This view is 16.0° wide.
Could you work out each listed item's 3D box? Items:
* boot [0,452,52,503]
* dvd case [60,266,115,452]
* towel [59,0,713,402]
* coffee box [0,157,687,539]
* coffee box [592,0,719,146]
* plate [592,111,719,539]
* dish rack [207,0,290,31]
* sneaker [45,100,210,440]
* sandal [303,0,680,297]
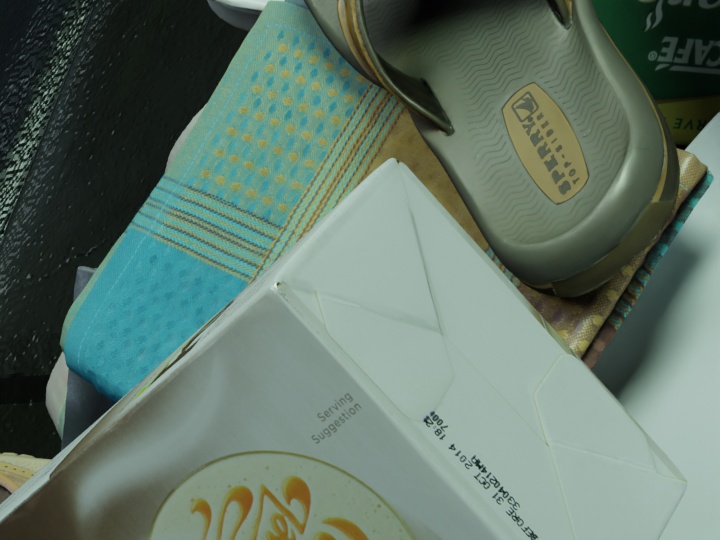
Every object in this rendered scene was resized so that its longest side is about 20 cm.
[{"bbox_3d":[-0.137,0.157,0.993,0.199,0.072,0.167,-12,52,43],"label":"boot"},{"bbox_3d":[-0.052,0.108,0.845,0.148,0.016,0.202,11,98,42],"label":"dvd case"},{"bbox_3d":[0.000,0.000,0.781,0.199,0.022,0.147,26,80,46],"label":"towel"},{"bbox_3d":[-0.031,0.080,0.658,0.200,0.114,0.080,-39,5,34],"label":"coffee box"},{"bbox_3d":[0.121,-0.134,0.784,0.044,0.122,0.201,52,132,53],"label":"coffee box"},{"bbox_3d":[0.073,0.067,0.683,0.200,0.032,0.200,-51,21,11],"label":"plate"},{"bbox_3d":[0.046,-0.131,0.922,0.198,0.044,0.172,11,52,13],"label":"dish rack"},{"bbox_3d":[-0.043,0.014,0.911,0.201,0.071,0.080,-58,44,30],"label":"sneaker"},{"bbox_3d":[0.024,-0.071,0.750,0.082,0.054,0.201,-44,45,19],"label":"sandal"}]
